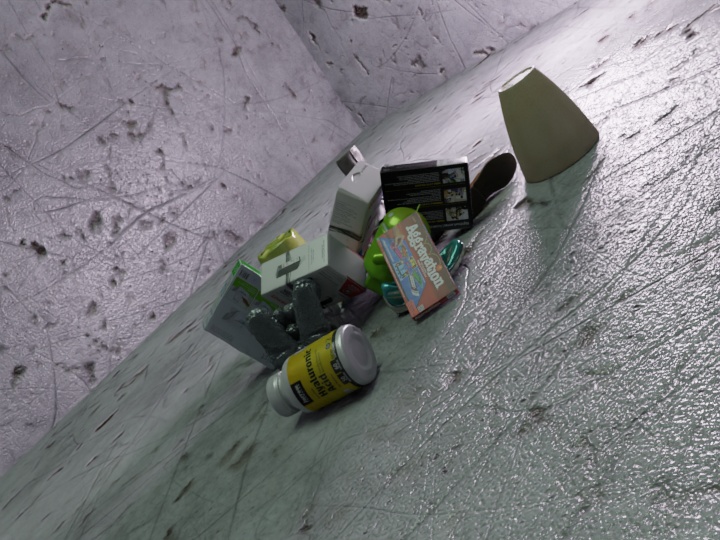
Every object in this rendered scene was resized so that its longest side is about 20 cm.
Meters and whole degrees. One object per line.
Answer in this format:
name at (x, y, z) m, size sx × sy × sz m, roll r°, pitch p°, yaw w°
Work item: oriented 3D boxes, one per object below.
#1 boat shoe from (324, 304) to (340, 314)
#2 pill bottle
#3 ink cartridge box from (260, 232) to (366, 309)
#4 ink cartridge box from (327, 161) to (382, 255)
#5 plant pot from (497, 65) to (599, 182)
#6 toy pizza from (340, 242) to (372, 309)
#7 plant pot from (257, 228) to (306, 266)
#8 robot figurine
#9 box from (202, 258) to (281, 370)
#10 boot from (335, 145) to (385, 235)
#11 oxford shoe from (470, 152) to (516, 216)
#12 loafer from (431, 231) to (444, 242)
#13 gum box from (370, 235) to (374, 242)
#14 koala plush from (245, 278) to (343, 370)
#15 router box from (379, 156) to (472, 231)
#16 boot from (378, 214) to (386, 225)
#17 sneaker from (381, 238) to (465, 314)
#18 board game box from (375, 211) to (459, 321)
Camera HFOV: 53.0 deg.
boat shoe at (-0.114, 0.086, 1.790) m, size 0.066 × 0.074 × 0.199 m, roll -40°, pitch 15°, yaw -12°
pill bottle at (-0.075, 0.190, 1.315) m, size 0.198 × 0.112 × 0.112 m, roll -32°, pitch 15°, yaw 26°
ink cartridge box at (-0.104, 0.016, 1.594) m, size 0.196 × 0.143 × 0.086 m, roll -22°, pitch 54°, yaw 30°
ink cartridge box at (-0.013, -0.126, 1.680) m, size 0.147 × 0.082 × 0.203 m, roll -58°, pitch -12°, yaw -49°
plant pot at (0.390, -0.332, 1.573) m, size 0.185 × 0.202 × 0.188 m, roll -34°, pitch 15°, yaw 10°
toy pizza at (0.000, 0.000, 1.707) m, size 0.203 × 0.031 × 0.200 m, roll -58°, pitch 0°, yaw 0°
plant pot at (-0.184, -0.005, 2.009) m, size 0.198 × 0.186 × 0.201 m, roll -34°, pitch 15°, yaw 10°
robot figurine at (0.079, -0.044, 1.549) m, size 0.203 × 0.113 × 0.176 m, roll -64°, pitch -1°, yaw 24°
box at (-0.247, 0.106, 1.716) m, size 0.179 × 0.197 × 0.097 m, roll -59°, pitch 16°, yaw 0°
boot at (0.009, -0.206, 1.841) m, size 0.071 × 0.202 × 0.183 m, roll -26°, pitch 19°, yaw 26°
oxford shoe at (0.289, -0.203, 1.698) m, size 0.200 × 0.072 × 0.071 m, roll -44°, pitch 11°, yaw -16°
loafer at (0.138, -0.083, 1.691) m, size 0.201 × 0.071 × 0.067 m, roll -47°, pitch 18°, yaw -30°
gum box at (0.083, -0.108, 1.905) m, size 0.200 × 0.067 × 0.113 m, roll -45°, pitch 18°, yaw -24°
koala plush at (-0.123, 0.137, 1.563) m, size 0.174 × 0.187 × 0.200 m, roll -30°, pitch -6°, yaw 4°
router box at (0.148, -0.164, 1.610) m, size 0.194 × 0.153 × 0.051 m, roll -4°, pitch 23°, yaw 11°
boot at (0.149, -0.162, 1.745) m, size 0.198 × 0.066 × 0.166 m, roll -17°, pitch -29°, yaw -51°
sneaker at (0.128, 0.001, 1.449) m, size 0.199 × 0.080 × 0.077 m, roll -39°, pitch 15°, yaw -5°
board game box at (0.108, -0.011, 1.409) m, size 0.102 × 0.019 × 0.203 m, roll -32°, pitch 55°, yaw 11°
